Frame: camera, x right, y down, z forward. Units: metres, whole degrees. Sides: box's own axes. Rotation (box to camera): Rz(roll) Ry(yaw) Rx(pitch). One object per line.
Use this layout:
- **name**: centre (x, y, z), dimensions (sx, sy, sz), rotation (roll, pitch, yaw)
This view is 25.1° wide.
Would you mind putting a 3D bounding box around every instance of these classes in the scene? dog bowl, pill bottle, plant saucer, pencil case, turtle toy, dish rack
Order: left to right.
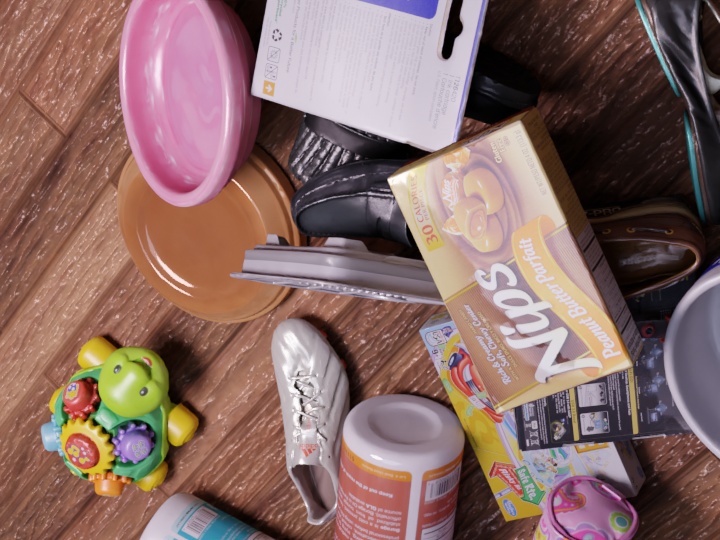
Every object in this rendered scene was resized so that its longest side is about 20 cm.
- **turtle toy**: centre (-0.244, 0.144, 1.604), dimensions (0.146, 0.101, 0.200), rotation (39, 125, 5)
- **plant saucer**: centre (-0.144, -0.157, 1.395), dimensions (0.200, 0.051, 0.202), rotation (18, 112, 53)
- **plant saucer**: centre (-0.146, -0.039, 1.505), dimensions (0.199, 0.037, 0.201), rotation (11, 119, 21)
- **pill bottle**: centre (-0.123, 0.313, 1.620), dimensions (0.199, 0.111, 0.111), rotation (27, 123, 14)
- **dish rack**: centre (0.000, 0.000, 1.355), dimensions (0.200, 0.171, 0.044), rotation (5, 86, 62)
- **pill bottle**: centre (0.032, 0.225, 1.496), dimensions (0.112, 0.112, 0.201), rotation (16, 120, 19)
- **pencil case**: centre (0.190, 0.272, 1.435), dimensions (0.087, 0.088, 0.201), rotation (20, 135, 17)
- **dog bowl**: centre (0.333, 0.067, 1.207), dimensions (0.199, 0.079, 0.201), rotation (20, 130, 26)

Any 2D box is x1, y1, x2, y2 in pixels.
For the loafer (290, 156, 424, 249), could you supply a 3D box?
- **loafer**: centre (0.034, -0.052, 1.308), dimensions (0.200, 0.071, 0.068), rotation (-8, 142, 20)

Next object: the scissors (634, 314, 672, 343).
- **scissors**: centre (0.241, 0.040, 1.288), dimensions (0.199, 0.014, 0.073), rotation (14, 106, -19)

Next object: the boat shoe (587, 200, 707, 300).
- **boat shoe**: centre (0.170, -0.002, 1.250), dimensions (0.199, 0.068, 0.072), rotation (-15, 109, 7)

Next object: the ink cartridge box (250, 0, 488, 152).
- **ink cartridge box**: centre (0.017, -0.208, 1.261), dimensions (0.199, 0.047, 0.199), rotation (20, 107, 27)

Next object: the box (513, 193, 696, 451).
- **box**: centre (0.197, 0.045, 1.329), dimensions (0.160, 0.049, 0.201), rotation (-7, 112, 7)

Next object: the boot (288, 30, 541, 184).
- **boot**: centre (0.042, -0.120, 1.340), dimensions (0.210, 0.079, 0.159), rotation (25, 116, 27)

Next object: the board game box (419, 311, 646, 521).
- **board game box**: centre (0.152, 0.118, 1.430), dimensions (0.134, 0.034, 0.201), rotation (-17, 105, 32)

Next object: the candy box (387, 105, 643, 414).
- **candy box**: centre (0.116, -0.006, 1.202), dimensions (0.115, 0.055, 0.201), rotation (-22, 100, 25)

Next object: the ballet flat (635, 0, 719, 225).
- **ballet flat**: centre (0.268, -0.132, 1.233), dimensions (0.068, 0.068, 0.201), rotation (-15, 107, 18)

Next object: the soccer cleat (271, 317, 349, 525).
- **soccer cleat**: centre (-0.044, 0.143, 1.516), dimensions (0.069, 0.078, 0.201), rotation (-4, 111, 28)
